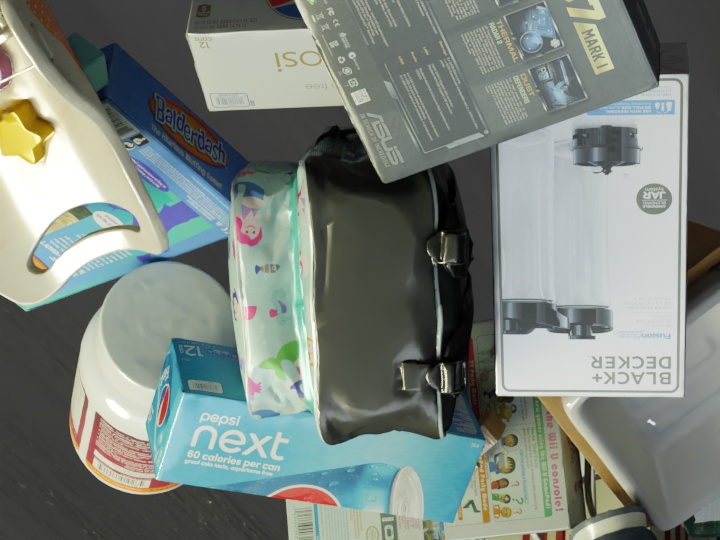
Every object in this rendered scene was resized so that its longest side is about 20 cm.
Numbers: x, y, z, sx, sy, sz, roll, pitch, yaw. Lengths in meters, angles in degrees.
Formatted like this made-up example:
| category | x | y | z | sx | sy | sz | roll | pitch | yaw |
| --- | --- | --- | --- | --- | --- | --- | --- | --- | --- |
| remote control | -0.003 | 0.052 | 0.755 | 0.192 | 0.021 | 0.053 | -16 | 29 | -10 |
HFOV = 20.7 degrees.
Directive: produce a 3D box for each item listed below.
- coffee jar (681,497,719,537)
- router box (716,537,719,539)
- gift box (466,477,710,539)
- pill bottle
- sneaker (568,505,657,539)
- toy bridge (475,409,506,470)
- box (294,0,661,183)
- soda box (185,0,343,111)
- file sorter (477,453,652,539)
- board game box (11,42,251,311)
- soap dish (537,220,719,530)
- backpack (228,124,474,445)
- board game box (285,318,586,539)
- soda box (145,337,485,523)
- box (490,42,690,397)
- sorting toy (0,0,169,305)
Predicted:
| category | x | y | z | sx | sy | sz | roll | pitch | yaw |
| --- | --- | --- | --- | --- | --- | --- | --- | --- | --- |
| coffee jar | 0.328 | 0.138 | 1.407 | 0.198 | 0.085 | 0.105 | 1 | 112 | 7 |
| router box | 0.386 | 0.202 | 1.525 | 0.198 | 0.062 | 0.150 | 4 | 147 | 1 |
| gift box | 0.201 | 0.295 | 1.573 | 0.184 | 0.188 | 0.200 | -23 | 136 | 35 |
| pill bottle | -0.139 | 0.074 | 1.335 | 0.109 | 0.110 | 0.200 | 10 | 156 | -8 |
| sneaker | 0.182 | 0.232 | 1.346 | 0.070 | 0.082 | 0.200 | -20 | 152 | 4 |
| toy bridge | 0.008 | 0.060 | 1.297 | 0.200 | 0.027 | 0.067 | 46 | 116 | -3 |
| box | 0.043 | -0.159 | 0.981 | 0.157 | 0.051 | 0.201 | -19 | 116 | 20 |
| soda box | 0.009 | -0.136 | 1.078 | 0.198 | 0.068 | 0.064 | -1 | 142 | 8 |
| file sorter | 0.107 | 0.168 | 1.457 | 0.199 | 0.125 | 0.139 | -14 | 142 | 24 |
| board game box | -0.184 | -0.053 | 1.241 | 0.199 | 0.045 | 0.152 | -18 | 140 | 29 |
| soap dish | 0.206 | 0.069 | 1.295 | 0.157 | 0.081 | 0.200 | -37 | 135 | 4 |
| backpack | 0.000 | 0.000 | 1.157 | 0.149 | 0.200 | 0.179 | -1 | 105 | 9 |
| board game box | 0.048 | 0.114 | 1.356 | 0.199 | 0.149 | 0.064 | -7 | 170 | 18 |
| soda box | -0.028 | 0.101 | 1.226 | 0.199 | 0.064 | 0.068 | 11 | 117 | -18 |
| box | 0.134 | -0.028 | 1.144 | 0.116 | 0.060 | 0.201 | 1 | 114 | 7 |
| sorting toy | -0.198 | -0.065 | 1.119 | 0.199 | 0.107 | 0.181 | -20 | 114 | 32 |
